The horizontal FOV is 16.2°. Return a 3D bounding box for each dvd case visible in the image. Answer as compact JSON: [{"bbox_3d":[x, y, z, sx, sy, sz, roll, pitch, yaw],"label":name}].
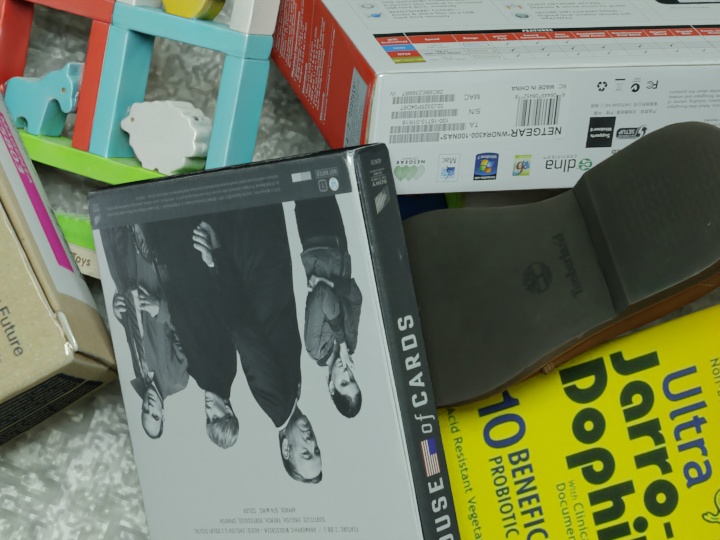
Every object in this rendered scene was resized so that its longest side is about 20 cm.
[{"bbox_3d":[-0.030,0.061,0.922,0.025,0.150,0.201,-16,97,-44],"label":"dvd case"}]

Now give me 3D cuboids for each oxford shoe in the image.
[{"bbox_3d":[0.069,0.007,0.909,0.199,0.071,0.072,-19,74,32],"label":"oxford shoe"}]

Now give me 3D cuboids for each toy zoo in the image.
[{"bbox_3d":[-0.091,-0.098,0.992,0.131,0.020,0.201,16,101,32],"label":"toy zoo"}]

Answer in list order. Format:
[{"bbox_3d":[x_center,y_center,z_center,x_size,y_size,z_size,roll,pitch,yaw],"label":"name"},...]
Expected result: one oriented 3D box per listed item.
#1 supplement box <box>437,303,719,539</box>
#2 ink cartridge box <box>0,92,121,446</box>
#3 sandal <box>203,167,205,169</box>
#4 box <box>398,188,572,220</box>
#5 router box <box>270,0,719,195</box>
[{"bbox_3d":[0.115,0.086,0.939,0.199,0.109,0.110,-20,73,21],"label":"supplement box"},{"bbox_3d":[-0.207,-0.013,0.983,0.164,0.075,0.201,-27,76,7],"label":"ink cartridge box"},{"bbox_3d":[0.000,0.000,1.025,0.199,0.080,0.054,18,94,-3],"label":"sandal"},{"bbox_3d":[0.106,-0.049,1.013,0.198,0.122,0.048,3,116,-7],"label":"box"},{"bbox_3d":[0.072,-0.091,0.980,0.199,0.180,0.049,-3,118,-16],"label":"router box"}]
